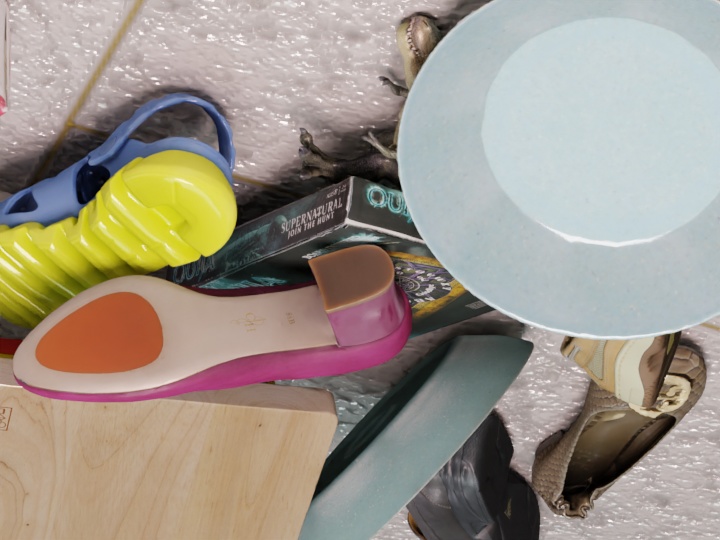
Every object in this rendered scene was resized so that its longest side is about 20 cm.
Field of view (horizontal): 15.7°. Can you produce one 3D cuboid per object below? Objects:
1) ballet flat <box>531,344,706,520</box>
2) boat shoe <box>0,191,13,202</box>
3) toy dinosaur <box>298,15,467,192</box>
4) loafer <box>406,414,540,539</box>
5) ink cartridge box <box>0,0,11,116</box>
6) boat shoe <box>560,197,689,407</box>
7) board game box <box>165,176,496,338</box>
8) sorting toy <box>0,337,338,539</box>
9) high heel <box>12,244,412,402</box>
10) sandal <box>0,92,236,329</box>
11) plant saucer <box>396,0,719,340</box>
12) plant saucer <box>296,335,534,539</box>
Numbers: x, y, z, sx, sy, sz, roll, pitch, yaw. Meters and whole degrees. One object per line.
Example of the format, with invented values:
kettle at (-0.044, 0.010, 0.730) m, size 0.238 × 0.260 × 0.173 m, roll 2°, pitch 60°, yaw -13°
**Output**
ballet flat at (0.150, 0.099, 1.546) m, size 0.067 × 0.047 × 0.200 m, roll 15°, pitch 149°, yaw -13°
boat shoe at (-0.226, -0.016, 1.424) m, size 0.199 × 0.060 × 0.072 m, roll 25°, pitch 145°, yaw -27°
toy dinosaur at (0.017, -0.055, 1.320) m, size 0.088 × 0.048 × 0.200 m, roll -4°, pitch 152°, yaw 6°
loafer at (0.065, 0.152, 1.645) m, size 0.072 × 0.073 × 0.200 m, roll 6°, pitch 141°, yaw 21°
ink cartridge box at (-0.286, -0.087, 1.245) m, size 0.200 × 0.086 × 0.147 m, roll -34°, pitch 134°, yaw 26°
boat shoe at (0.133, 0.006, 1.377) m, size 0.076 × 0.072 × 0.200 m, roll 21°, pitch 148°, yaw 11°
board game box at (0.000, 0.000, 1.379) m, size 0.135 × 0.028 × 0.200 m, roll 16°, pitch 161°, yaw -28°
sorting toy at (-0.132, 0.111, 1.407) m, size 0.198 × 0.070 × 0.200 m, roll 6°, pitch 133°, yaw -14°
high heel at (-0.071, 0.043, 1.316) m, size 0.199 × 0.068 × 0.096 m, roll -10°, pitch 153°, yaw 1°
sandal at (-0.129, -0.031, 1.343) m, size 0.200 × 0.087 × 0.079 m, roll -21°, pitch 127°, yaw 37°
plant saucer at (0.119, -0.060, 1.246) m, size 0.200 × 0.039 × 0.202 m, roll 5°, pitch 124°, yaw 7°
plant saucer at (0.016, 0.101, 1.468) m, size 0.036 × 0.200 × 0.200 m, roll 44°, pitch 143°, yaw -2°
